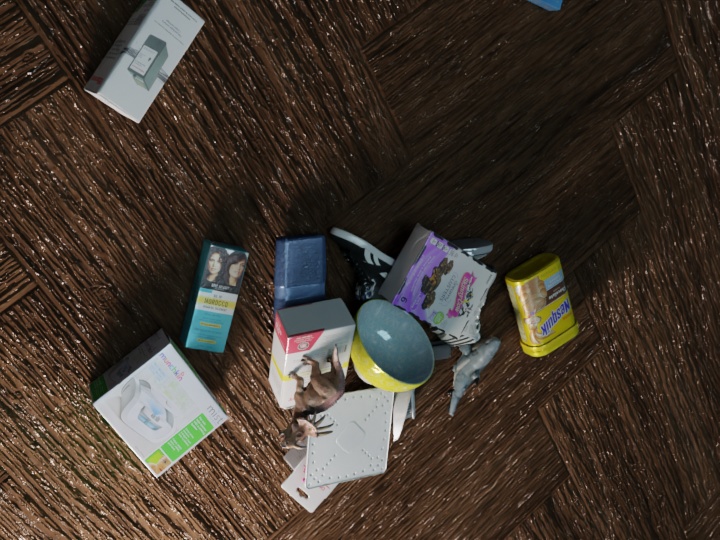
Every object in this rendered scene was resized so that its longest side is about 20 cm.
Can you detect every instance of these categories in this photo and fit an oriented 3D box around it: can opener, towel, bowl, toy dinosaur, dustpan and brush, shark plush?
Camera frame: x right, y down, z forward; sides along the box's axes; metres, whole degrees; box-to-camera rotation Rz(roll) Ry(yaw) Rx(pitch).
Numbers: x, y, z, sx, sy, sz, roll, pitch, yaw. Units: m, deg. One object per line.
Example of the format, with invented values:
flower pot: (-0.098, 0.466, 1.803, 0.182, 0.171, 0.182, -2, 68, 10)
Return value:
can opener: (0.112, 0.174, 1.761, 0.196, 0.053, 0.068, 1, 107, -28)
towel: (-0.123, 0.027, 1.603, 0.110, 0.048, 0.205, -5, 107, -28)
bowl: (0.045, 0.173, 1.641, 0.197, 0.203, 0.108, 19, 134, -30)
toy dinosaur: (-0.076, 0.241, 1.511, 0.085, 0.136, 0.201, 26, 112, -43)
dustpan and brush: (0.106, 0.255, 1.732, 0.056, 0.140, 0.205, 2, 106, 12)
shark plush: (0.247, 0.233, 1.830, 0.091, 0.083, 0.201, 43, 82, -29)

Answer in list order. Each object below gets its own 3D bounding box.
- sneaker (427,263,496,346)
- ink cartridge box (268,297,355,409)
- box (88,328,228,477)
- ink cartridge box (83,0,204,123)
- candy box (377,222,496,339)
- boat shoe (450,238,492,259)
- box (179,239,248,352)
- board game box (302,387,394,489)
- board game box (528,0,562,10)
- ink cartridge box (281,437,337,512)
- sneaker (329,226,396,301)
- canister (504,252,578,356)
sneaker: (0.252, 0.086, 1.802, 0.201, 0.076, 0.115, -47, 120, 2)
ink cartridge box: (-0.100, 0.166, 1.591, 0.142, 0.084, 0.203, -10, 133, -24)
box: (-0.379, 0.248, 1.503, 0.175, 0.096, 0.202, -37, 116, -11)
ink cartridge box: (-0.361, -0.356, 1.321, 0.084, 0.145, 0.202, 34, 88, -31)
candy box: (0.162, 0.025, 1.665, 0.198, 0.071, 0.170, 28, 94, -30)
boat shoe: (0.201, -0.020, 1.748, 0.196, 0.072, 0.067, -16, 115, -22)
box: (-0.280, 0.050, 1.526, 0.081, 0.049, 0.204, 11, 98, -29)
board game box: (-0.026, 0.345, 1.670, 0.196, 0.026, 0.205, -4, 108, -30)
board game box: (0.384, -0.675, 1.682, 0.150, 0.040, 0.204, 11, 98, -29)
ink cartridge box: (-0.083, 0.401, 1.713, 0.200, 0.066, 0.116, -47, 120, -9)
sneaker: (0.000, 0.000, 1.645, 0.198, 0.073, 0.113, 30, 88, -32)
canister: (0.427, 0.079, 1.883, 0.147, 0.086, 0.203, -28, 113, -18)
